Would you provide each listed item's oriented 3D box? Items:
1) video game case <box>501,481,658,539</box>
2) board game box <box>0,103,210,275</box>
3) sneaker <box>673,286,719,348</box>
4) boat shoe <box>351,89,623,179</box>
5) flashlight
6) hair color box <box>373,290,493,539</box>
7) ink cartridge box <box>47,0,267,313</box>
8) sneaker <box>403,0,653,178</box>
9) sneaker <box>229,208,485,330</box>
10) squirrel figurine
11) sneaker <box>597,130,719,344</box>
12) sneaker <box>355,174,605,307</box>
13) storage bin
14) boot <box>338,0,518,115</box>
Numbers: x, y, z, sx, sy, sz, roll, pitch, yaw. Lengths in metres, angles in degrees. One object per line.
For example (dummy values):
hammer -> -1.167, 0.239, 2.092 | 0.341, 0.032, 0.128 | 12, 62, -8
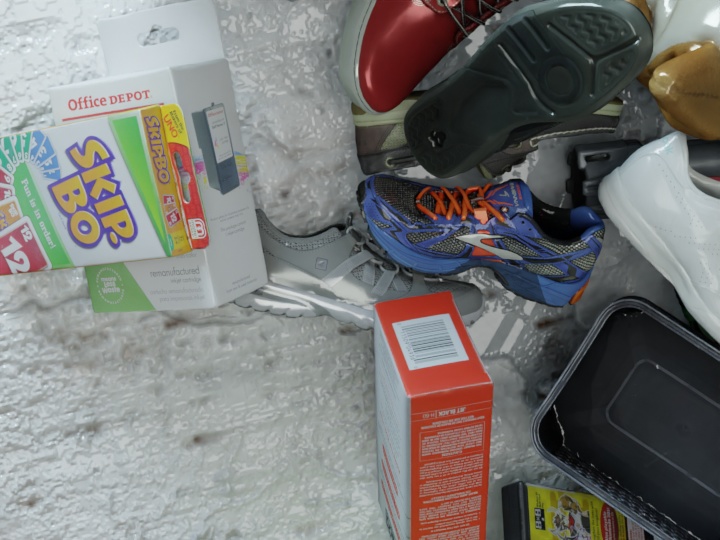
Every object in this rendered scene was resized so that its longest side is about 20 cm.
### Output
video game case -> 0.185, 0.269, 0.934 | 0.180, 0.025, 0.202 | 15, 62, -31
board game box -> -0.188, -0.051, 0.838 | 0.199, 0.030, 0.096 | -6, 101, 32
sneaker -> 0.348, 0.007, 0.984 | 0.199, 0.078, 0.086 | -22, 108, 3
boat shoe -> 0.093, -0.101, 0.923 | 0.199, 0.072, 0.067 | -2, 104, -4
flashlight -> 0.259, -0.070, 0.959 | 0.198, 0.068, 0.068 | -8, 80, -4
hair color box -> 0.049, 0.126, 0.890 | 0.061, 0.102, 0.201 | -9, 129, -10
ink cartridge box -> -0.142, -0.077, 0.856 | 0.116, 0.067, 0.202 | -4, 101, 33
sneaker -> 0.122, -0.131, 0.805 | 0.114, 0.199, 0.077 | -37, 94, -37
sneaker -> 0.000, 0.000, 0.916 | 0.198, 0.075, 0.083 | 9, 92, -14
squirrel figurine -> 0.231, -0.164, 0.895 | 0.199, 0.186, 0.142 | 31, 92, -41
sneaker -> 0.264, -0.012, 0.887 | 0.200, 0.075, 0.088 | 44, 118, -9
sneaker -> 0.090, -0.039, 0.914 | 0.198, 0.076, 0.079 | 13, 134, -20
storage bin -> 0.240, 0.122, 0.925 | 0.199, 0.094, 0.136 | 34, 98, 11
boot -> 0.081, -0.185, 0.844 | 0.201, 0.144, 0.072 | -58, 136, -14
